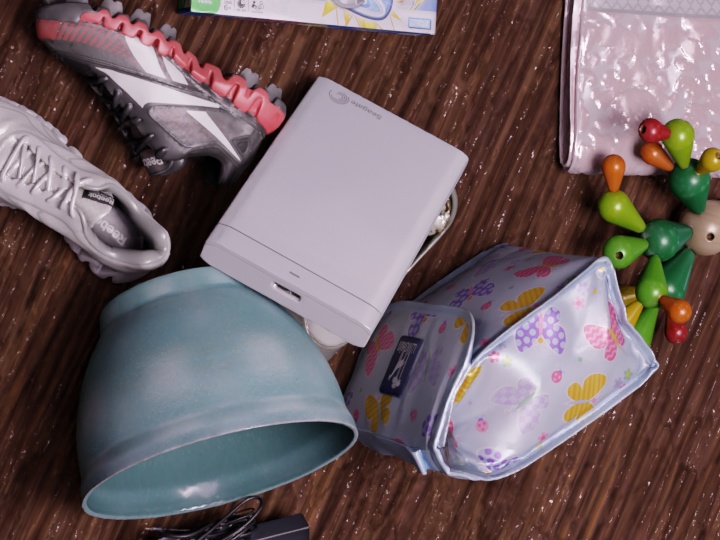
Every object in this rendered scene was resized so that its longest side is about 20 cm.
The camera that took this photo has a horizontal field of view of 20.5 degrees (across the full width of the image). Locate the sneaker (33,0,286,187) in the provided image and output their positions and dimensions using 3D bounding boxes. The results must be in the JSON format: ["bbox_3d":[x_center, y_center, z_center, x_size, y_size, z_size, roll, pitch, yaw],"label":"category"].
[{"bbox_3d":[-0.152,-0.124,1.429,0.199,0.071,0.099,28,80,-24],"label":"sneaker"}]

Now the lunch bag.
[{"bbox_3d":[0.090,0.071,1.496,0.199,0.169,0.128,-35,108,-17],"label":"lunch bag"}]

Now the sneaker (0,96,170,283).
[{"bbox_3d":[-0.215,-0.061,1.402,0.199,0.081,0.076,33,82,-21],"label":"sneaker"}]

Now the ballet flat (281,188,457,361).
[{"bbox_3d":[0.000,0.000,1.509,0.067,0.064,0.200,44,77,-20],"label":"ballet flat"}]

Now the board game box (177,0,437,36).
[{"bbox_3d":[-0.035,-0.251,1.491,0.198,0.034,0.137,2,93,-23],"label":"board game box"}]

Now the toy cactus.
[{"bbox_3d":[0.261,-0.030,1.603,0.164,0.102,0.202,-13,109,-41],"label":"toy cactus"}]

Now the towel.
[{"bbox_3d":[0.256,-0.173,1.628,0.198,0.032,0.193,0,94,-23],"label":"towel"}]

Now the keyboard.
[{"bbox_3d":[-0.125,0.232,1.469,0.198,0.040,0.105,-13,119,-23],"label":"keyboard"}]

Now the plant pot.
[{"bbox_3d":[-0.113,0.079,1.411,0.198,0.200,0.135,-8,71,-23],"label":"plant pot"}]

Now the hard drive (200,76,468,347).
[{"bbox_3d":[-0.015,-0.047,1.439,0.131,0.027,0.201,28,46,2],"label":"hard drive"}]
